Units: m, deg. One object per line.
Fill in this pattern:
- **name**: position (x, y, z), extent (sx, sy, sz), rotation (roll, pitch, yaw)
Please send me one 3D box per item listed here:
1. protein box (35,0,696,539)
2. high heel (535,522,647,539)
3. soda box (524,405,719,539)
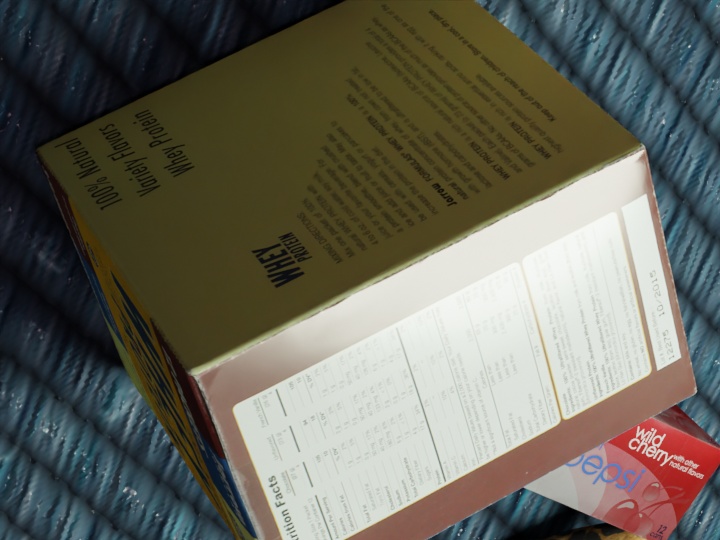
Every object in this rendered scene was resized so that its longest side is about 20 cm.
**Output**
- **protein box**: position (0.000, 0.000, 0.948), extent (0.199, 0.199, 0.135), rotation (-27, 127, -12)
- **high heel**: position (0.054, 0.167, 1.156), extent (0.200, 0.072, 0.143), rotation (-35, 135, 6)
- **soda box**: position (0.090, 0.071, 1.121), extent (0.199, 0.070, 0.064), rotation (25, 104, -36)
